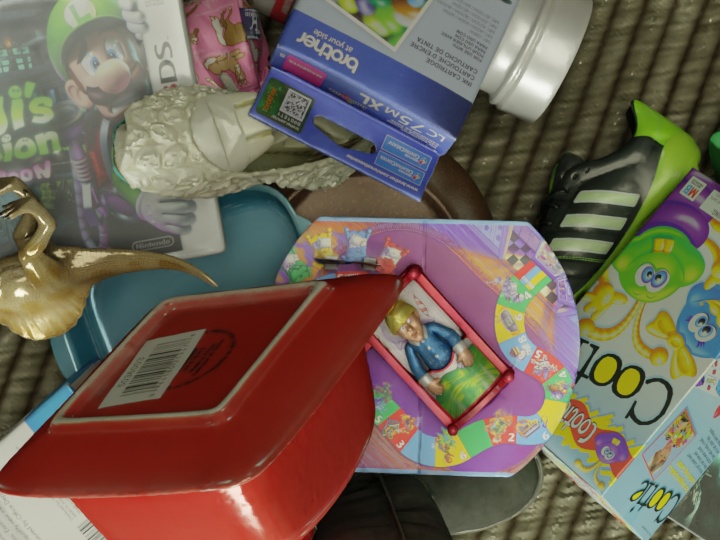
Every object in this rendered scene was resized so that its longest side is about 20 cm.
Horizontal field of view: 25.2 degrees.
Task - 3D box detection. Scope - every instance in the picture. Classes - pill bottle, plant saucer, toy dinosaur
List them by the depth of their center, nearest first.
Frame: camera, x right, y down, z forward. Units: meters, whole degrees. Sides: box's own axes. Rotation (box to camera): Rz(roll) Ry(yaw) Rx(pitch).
[{"bbox_3d":[-0.192,-0.004,0.972,0.198,0.058,0.102,-20,120,6],"label":"toy dinosaur"},{"bbox_3d":[0.042,-0.179,1.033,0.198,0.120,0.121,25,89,-6],"label":"pill bottle"},{"bbox_3d":[0.000,0.000,1.078,0.197,0.037,0.204,0,91,-6],"label":"plant saucer"}]

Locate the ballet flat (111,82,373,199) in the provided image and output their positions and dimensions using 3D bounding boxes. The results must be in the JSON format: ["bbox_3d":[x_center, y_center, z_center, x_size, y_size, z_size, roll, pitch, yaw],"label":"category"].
[{"bbox_3d":[-0.061,-0.085,0.971,0.071,0.199,0.073,5,98,39],"label":"ballet flat"}]

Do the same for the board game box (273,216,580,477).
[{"bbox_3d":[0.036,0.049,0.984,0.197,0.039,0.160,2,93,4],"label":"board game box"}]

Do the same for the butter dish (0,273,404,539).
[{"bbox_3d":[-0.071,0.107,0.933,0.197,0.200,0.149,-6,120,34],"label":"butter dish"}]

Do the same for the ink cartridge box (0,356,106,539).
[{"bbox_3d":[-0.210,0.166,1.033,0.199,0.068,0.116,-40,94,15],"label":"ink cartridge box"}]

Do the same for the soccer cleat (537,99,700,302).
[{"bbox_3d":[0.144,-0.026,1.082,0.081,0.068,0.200,43,84,9],"label":"soccer cleat"}]

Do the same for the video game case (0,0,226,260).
[{"bbox_3d":[-0.194,-0.083,0.982,0.197,0.023,0.184,-10,104,-3],"label":"video game case"}]

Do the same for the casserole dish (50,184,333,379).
[{"bbox_3d":[-0.106,0.020,1.045,0.198,0.039,0.123,-21,90,14],"label":"casserole dish"}]

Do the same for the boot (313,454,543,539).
[{"bbox_3d":[0.045,0.159,1.004,0.179,0.200,0.074,-14,92,-5],"label":"boot"}]

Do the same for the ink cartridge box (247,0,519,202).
[{"bbox_3d":[0.027,-0.155,0.944,0.118,0.042,0.202,27,76,-6],"label":"ink cartridge box"}]

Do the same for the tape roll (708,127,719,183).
[{"bbox_3d":[0.306,-0.025,1.023,0.048,0.200,0.201,-41,95,-2],"label":"tape roll"}]

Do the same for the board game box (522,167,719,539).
[{"bbox_3d":[0.200,0.055,1.046,0.200,0.105,0.103,-49,55,-3],"label":"board game box"}]

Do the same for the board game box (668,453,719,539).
[{"bbox_3d":[0.295,0.146,1.113,0.199,0.028,0.136,32,88,-5],"label":"board game box"}]

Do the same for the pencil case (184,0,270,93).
[{"bbox_3d":[-0.153,-0.115,1.035,0.198,0.087,0.084,-18,100,-2],"label":"pencil case"}]
